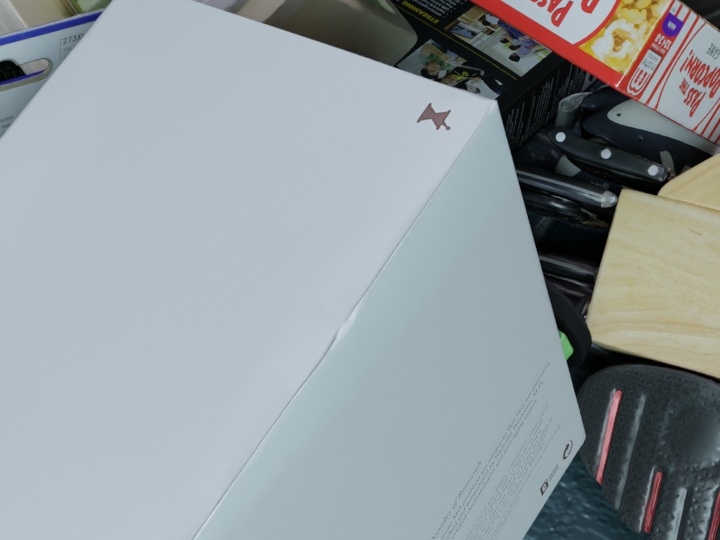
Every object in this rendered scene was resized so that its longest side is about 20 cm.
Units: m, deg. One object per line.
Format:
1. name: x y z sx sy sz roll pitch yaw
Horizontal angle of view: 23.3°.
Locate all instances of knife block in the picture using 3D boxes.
1. knife block: 0.138 0.020 0.774 0.175 0.064 0.200 -31 76 13

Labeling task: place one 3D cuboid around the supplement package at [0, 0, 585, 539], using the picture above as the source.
1. supplement package: -0.044 0.053 0.578 0.147 0.200 0.191 22 64 29

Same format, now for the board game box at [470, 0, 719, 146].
1. board game box: 0.076 -0.135 0.799 0.200 0.046 0.151 36 11 27

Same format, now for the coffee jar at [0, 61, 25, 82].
1. coffee jar: -0.168 -0.080 0.818 0.104 0.085 0.200 -13 51 -20

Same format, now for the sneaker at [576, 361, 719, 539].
1. sneaker: 0.186 0.097 0.750 0.200 0.074 0.087 20 4 24

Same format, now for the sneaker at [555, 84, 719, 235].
1. sneaker: 0.156 -0.027 0.850 0.129 0.080 0.199 -9 55 -11

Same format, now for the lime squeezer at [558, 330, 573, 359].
1. lime squeezer: 0.024 0.115 0.683 0.200 0.071 0.038 -41 49 -13

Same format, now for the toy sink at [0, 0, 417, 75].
1. toy sink: -0.077 -0.135 0.790 0.130 0.112 0.200 53 16 17

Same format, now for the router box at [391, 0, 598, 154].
1. router box: 0.013 -0.134 0.936 0.200 0.051 0.149 34 50 21

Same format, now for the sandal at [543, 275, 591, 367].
1. sandal: 0.000 0.000 0.705 0.200 0.075 0.045 27 64 -14

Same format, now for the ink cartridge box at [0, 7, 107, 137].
1. ink cartridge box: -0.147 -0.018 0.680 0.095 0.200 0.037 -21 54 -31

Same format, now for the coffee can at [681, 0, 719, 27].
1. coffee can: 0.160 -0.253 0.997 0.146 0.146 0.200 -5 58 -17
